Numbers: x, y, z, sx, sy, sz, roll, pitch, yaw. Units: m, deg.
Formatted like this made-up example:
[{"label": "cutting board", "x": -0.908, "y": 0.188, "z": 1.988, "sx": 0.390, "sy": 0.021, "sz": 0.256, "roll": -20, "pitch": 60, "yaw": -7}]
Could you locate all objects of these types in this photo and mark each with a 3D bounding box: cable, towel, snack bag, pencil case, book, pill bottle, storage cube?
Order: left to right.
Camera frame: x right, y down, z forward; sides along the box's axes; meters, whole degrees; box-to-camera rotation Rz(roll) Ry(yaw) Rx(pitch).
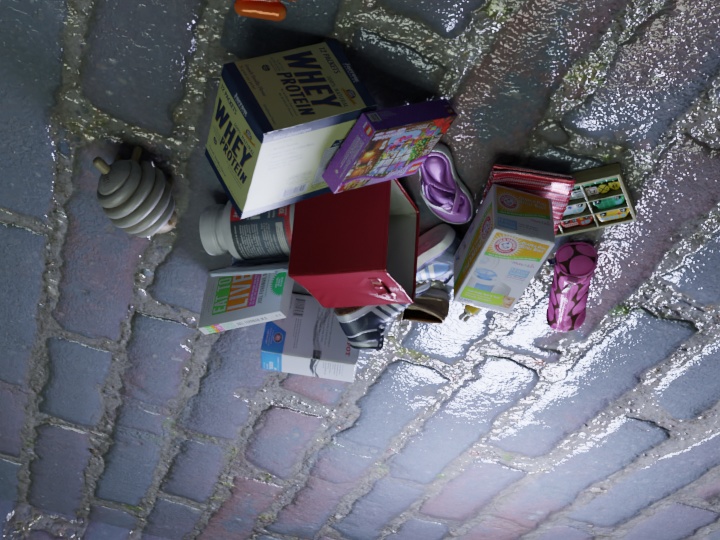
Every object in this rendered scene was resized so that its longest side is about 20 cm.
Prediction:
[{"label": "book", "x": -0.222, "y": 0.050, "z": 1.938, "sx": 0.197, "sy": 0.135, "sz": 0.048, "roll": -13, "pitch": 139, "yaw": 27}, {"label": "pill bottle", "x": -0.183, "y": -0.080, "z": 1.763, "sx": 0.197, "sy": 0.121, "sz": 0.120, "roll": -5, "pitch": 143, "yaw": 17}, {"label": "snack bag", "x": -0.160, "y": -0.019, "z": 1.806, "sx": 0.186, "sy": 0.199, "sz": 0.022, "roll": -3, "pitch": 100, "yaw": 26}, {"label": "storage cube", "x": -0.007, "y": -0.049, "z": 1.691, "sx": 0.177, "sy": 0.203, "sz": 0.171, "roll": -4, "pitch": 159, "yaw": 20}, {"label": "cable", "x": 0.256, "y": 0.016, "z": 1.827, "sx": 0.200, "sy": 0.097, "sz": 0.050, "roll": -43, "pitch": 85, "yaw": 20}, {"label": "towel", "x": 0.276, "y": -0.099, "z": 1.677, "sx": 0.142, "sy": 0.023, "sz": 0.201, "roll": 8, "pitch": 143, "yaw": 1}, {"label": "pencil case", "x": 0.389, "y": 0.037, "z": 1.826, "sx": 0.089, "sy": 0.095, "sz": 0.201, "roll": 2, "pitch": 145, "yaw": 9}]

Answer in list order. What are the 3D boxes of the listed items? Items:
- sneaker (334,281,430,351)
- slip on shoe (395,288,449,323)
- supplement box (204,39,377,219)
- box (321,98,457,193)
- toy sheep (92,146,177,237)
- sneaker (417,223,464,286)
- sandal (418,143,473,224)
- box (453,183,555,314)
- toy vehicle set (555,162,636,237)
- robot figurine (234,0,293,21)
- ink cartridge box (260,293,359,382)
[{"label": "sneaker", "x": 0.053, "y": 0.083, "z": 1.910, "sx": 0.197, "sy": 0.070, "sz": 0.110, "roll": -22, "pitch": 118, "yaw": -7}, {"label": "slip on shoe", "x": 0.080, "y": 0.070, "z": 1.964, "sx": 0.196, "sy": 0.061, "sz": 0.077, "roll": 7, "pitch": 145, "yaw": 2}, {"label": "supplement box", "x": -0.109, "y": -0.212, "z": 1.479, "sx": 0.198, "sy": 0.135, "sz": 0.201, "roll": -20, "pitch": 155, "yaw": -29}, {"label": "box", "x": 0.047, "y": -0.193, "z": 1.509, "sx": 0.198, "sy": 0.039, "sz": 0.137, "roll": -19, "pitch": 155, "yaw": -44}, {"label": "toy sheep", "x": -0.397, "y": -0.135, "z": 1.723, "sx": 0.136, "sy": 0.140, "sz": 0.200, "roll": -19, "pitch": 136, "yaw": 33}, {"label": "sneaker", "x": 0.141, "y": 0.004, "z": 1.842, "sx": 0.199, "sy": 0.081, "sz": 0.146, "roll": -30, "pitch": 125, "yaw": 34}, {"label": "sandal", "x": 0.138, "y": -0.135, "z": 1.680, "sx": 0.081, "sy": 0.050, "sz": 0.203, "roll": -7, "pitch": 141, "yaw": 21}, {"label": "box", "x": 0.239, "y": -0.034, "z": 1.660, "sx": 0.111, "sy": 0.103, "sz": 0.201, "roll": 13, "pitch": 139, "yaw": -10}, {"label": "toy vehicle set", "x": 0.362, "y": -0.113, "z": 1.682, "sx": 0.197, "sy": 0.027, "sz": 0.125, "roll": -12, "pitch": 139, "yaw": 26}, {"label": "robot figurine", "x": -0.134, "y": -0.419, "z": 1.294, "sx": 0.196, "sy": 0.147, "sz": 0.117, "roll": 5, "pitch": 174, "yaw": 6}, {"label": "ink cartridge box", "x": -0.097, "y": 0.136, "z": 2.018, "sx": 0.196, "sy": 0.147, "sz": 0.084, "roll": 8, "pitch": 146, "yaw": 0}]
